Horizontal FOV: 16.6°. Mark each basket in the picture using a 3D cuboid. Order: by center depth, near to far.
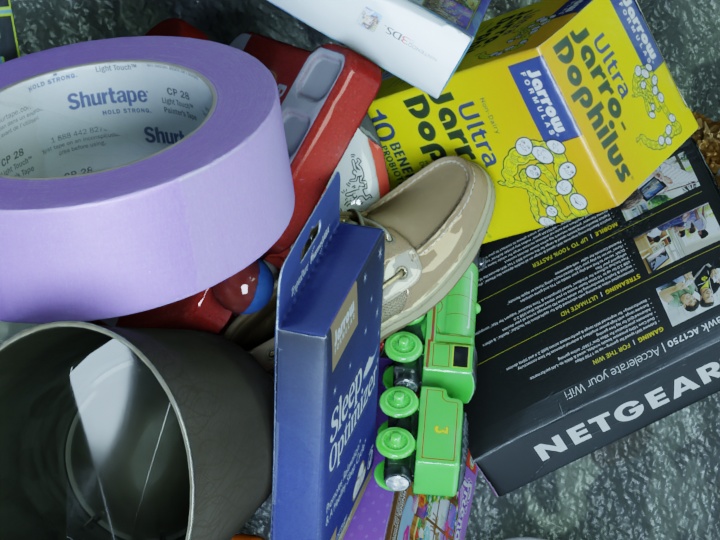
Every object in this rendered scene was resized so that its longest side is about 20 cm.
[{"bbox_3d":[-0.117,0.098,1.253,0.200,0.135,0.181,-27,134,-73],"label":"basket"}]

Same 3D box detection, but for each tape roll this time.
[{"bbox_3d":[-0.136,-0.050,1.266,0.200,0.199,0.066,-31,125,-37],"label":"tape roll"}]

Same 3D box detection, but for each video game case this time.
[{"bbox_3d":[-0.012,-0.182,1.440,0.181,0.046,0.200,29,19,-1],"label":"video game case"}]

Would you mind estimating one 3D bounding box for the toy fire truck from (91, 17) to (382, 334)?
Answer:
[{"bbox_3d":[-0.079,-0.044,1.392,0.112,0.168,0.201,32,86,-30],"label":"toy fire truck"}]

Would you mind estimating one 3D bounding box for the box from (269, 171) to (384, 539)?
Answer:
[{"bbox_3d":[-0.018,0.061,1.328,0.121,0.032,0.201,-62,157,-57],"label":"box"}]

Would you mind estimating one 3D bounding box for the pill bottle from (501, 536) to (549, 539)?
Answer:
[{"bbox_3d":[0.085,0.265,1.473,0.112,0.111,0.200,51,41,-21],"label":"pill bottle"}]

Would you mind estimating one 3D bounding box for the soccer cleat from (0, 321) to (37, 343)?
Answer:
[{"bbox_3d":[-0.191,0.098,1.371,0.077,0.069,0.201,0,91,-7],"label":"soccer cleat"}]

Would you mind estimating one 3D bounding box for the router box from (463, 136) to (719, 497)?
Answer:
[{"bbox_3d":[0.141,0.027,1.487,0.051,0.199,0.150,53,14,-49],"label":"router box"}]

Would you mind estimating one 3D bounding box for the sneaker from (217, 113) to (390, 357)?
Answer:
[{"bbox_3d":[-0.041,-0.005,1.479,0.107,0.067,0.203,-10,103,-38],"label":"sneaker"}]

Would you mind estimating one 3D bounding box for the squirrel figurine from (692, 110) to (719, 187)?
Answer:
[{"bbox_3d":[0.214,-0.045,1.624,0.200,0.186,0.142,-45,110,-33],"label":"squirrel figurine"}]

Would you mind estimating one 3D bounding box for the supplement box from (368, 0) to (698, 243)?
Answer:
[{"bbox_3d":[0.085,-0.088,1.513,0.109,0.199,0.109,-42,109,-43],"label":"supplement box"}]

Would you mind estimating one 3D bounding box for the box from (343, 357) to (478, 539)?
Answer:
[{"bbox_3d":[0.022,0.168,1.497,0.137,0.039,0.201,47,51,-62],"label":"box"}]

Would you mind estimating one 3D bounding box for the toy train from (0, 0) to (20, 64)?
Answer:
[{"bbox_3d":[-0.254,-0.164,1.343,0.114,0.086,0.201,-11,91,-46],"label":"toy train"}]

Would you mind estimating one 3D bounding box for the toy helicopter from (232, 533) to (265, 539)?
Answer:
[{"bbox_3d":[-0.126,0.204,1.351,0.200,0.078,0.133,16,81,-65],"label":"toy helicopter"}]

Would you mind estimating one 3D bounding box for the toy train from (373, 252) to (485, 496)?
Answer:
[{"bbox_3d":[0.041,0.048,1.439,0.056,0.042,0.201,5,47,2],"label":"toy train"}]

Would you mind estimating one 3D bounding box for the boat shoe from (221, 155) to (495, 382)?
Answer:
[{"bbox_3d":[0.000,0.000,1.420,0.200,0.071,0.065,-48,132,-17],"label":"boat shoe"}]
